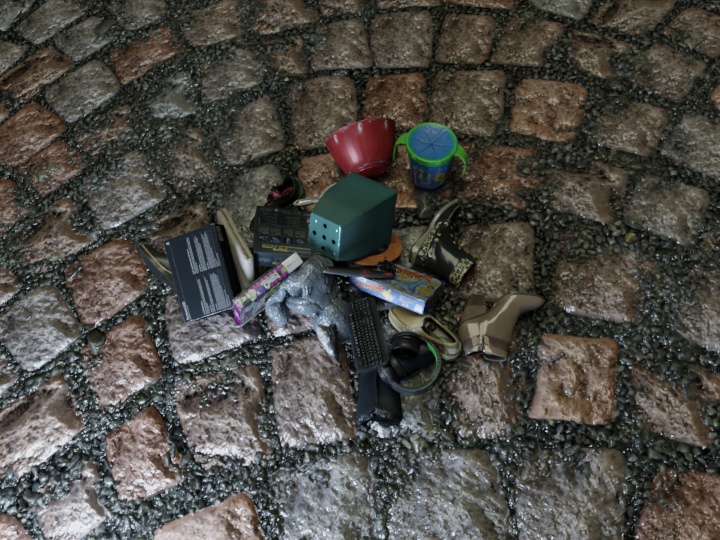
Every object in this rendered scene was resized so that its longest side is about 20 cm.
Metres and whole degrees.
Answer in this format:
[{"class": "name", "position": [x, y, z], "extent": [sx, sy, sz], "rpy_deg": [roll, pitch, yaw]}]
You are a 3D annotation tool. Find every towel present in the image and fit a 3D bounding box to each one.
[{"class": "towel", "position": [-0.312, -0.045, 1.759], "extent": [0.034, 0.135, 0.201], "rpy_deg": [-18, 52, -23]}]

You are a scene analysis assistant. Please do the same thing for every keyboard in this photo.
[{"class": "keyboard", "position": [-0.012, 0.141, 1.501], "extent": [0.124, 0.021, 0.203], "rpy_deg": [-24, 40, 8]}]

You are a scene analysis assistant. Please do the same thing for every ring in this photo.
[{"class": "ring", "position": [0.006, -0.064, 1.742], "extent": [0.194, 0.020, 0.202], "rpy_deg": [7, 32, -4]}]

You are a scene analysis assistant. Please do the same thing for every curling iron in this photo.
[{"class": "curling iron", "position": [0.000, 0.000, 1.607], "extent": [0.195, 0.026, 0.050], "rpy_deg": [-3, 37, -32]}]

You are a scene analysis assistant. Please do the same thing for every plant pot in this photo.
[{"class": "plant pot", "position": [-0.028, -0.115, 1.662], "extent": [0.139, 0.145, 0.199], "rpy_deg": [25, 36, 25]}]

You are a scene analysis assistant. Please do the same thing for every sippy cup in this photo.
[{"class": "sippy cup", "position": [0.180, -0.287, 1.836], "extent": [0.138, 0.132, 0.178], "rpy_deg": [-33, 61, -19]}]

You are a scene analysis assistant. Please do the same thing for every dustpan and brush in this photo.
[{"class": "dustpan and brush", "position": [-0.076, -0.180, 1.852], "extent": [0.194, 0.058, 0.142], "rpy_deg": [-13, 51, 4]}]

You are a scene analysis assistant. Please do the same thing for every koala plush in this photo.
[{"class": "koala plush", "position": [-0.085, 0.086, 1.623], "extent": [0.201, 0.184, 0.176], "rpy_deg": [50, 50, 5]}]

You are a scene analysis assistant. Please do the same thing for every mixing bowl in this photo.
[{"class": "mixing bowl", "position": [0.012, -0.310, 1.868], "extent": [0.194, 0.200, 0.112], "rpy_deg": [-15, 81, -1]}]

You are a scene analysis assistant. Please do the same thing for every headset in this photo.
[{"class": "headset", "position": [0.080, 0.188, 1.492], "extent": [0.196, 0.095, 0.125], "rpy_deg": [26, 66, 23]}]

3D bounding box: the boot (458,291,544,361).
[{"class": "boot", "position": [0.316, 0.128, 1.584], "extent": [0.193, 0.071, 0.150], "rpy_deg": [-2, 62, 10]}]

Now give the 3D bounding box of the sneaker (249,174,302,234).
[{"class": "sneaker", "position": [-0.230, -0.175, 1.863], "extent": [0.075, 0.085, 0.202], "rpy_deg": [22, 62, 23]}]

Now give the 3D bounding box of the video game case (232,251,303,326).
[{"class": "video game case", "position": [-0.217, 0.047, 1.647], "extent": [0.180, 0.200, 0.036], "rpy_deg": [-39, 84, -17]}]

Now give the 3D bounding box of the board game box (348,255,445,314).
[{"class": "board game box", "position": [0.086, 0.031, 1.660], "extent": [0.195, 0.035, 0.135], "rpy_deg": [20, 27, 21]}]

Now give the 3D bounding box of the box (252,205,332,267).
[{"class": "box", "position": [-0.169, -0.079, 1.765], "extent": [0.194, 0.052, 0.161], "rpy_deg": [5, 48, -12]}]

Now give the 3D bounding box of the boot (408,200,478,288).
[{"class": "boot", "position": [0.227, -0.062, 1.722], "extent": [0.152, 0.074, 0.204], "rpy_deg": [31, 66, 22]}]

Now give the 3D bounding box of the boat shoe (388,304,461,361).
[{"class": "boat shoe", "position": [0.146, 0.123, 1.603], "extent": [0.197, 0.077, 0.072], "rpy_deg": [28, 65, 26]}]

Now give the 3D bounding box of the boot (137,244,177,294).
[{"class": "boot", "position": [-0.462, -0.028, 1.818], "extent": [0.199, 0.078, 0.138], "rpy_deg": [39, 65, 15]}]

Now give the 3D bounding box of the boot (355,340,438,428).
[{"class": "boot", "position": [0.082, 0.248, 1.527], "extent": [0.194, 0.077, 0.172], "rpy_deg": [-11, 52, 9]}]

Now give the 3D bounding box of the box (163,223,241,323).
[{"class": "box", "position": [-0.374, 0.007, 1.699], "extent": [0.137, 0.079, 0.206], "rpy_deg": [-16, 88, 7]}]
